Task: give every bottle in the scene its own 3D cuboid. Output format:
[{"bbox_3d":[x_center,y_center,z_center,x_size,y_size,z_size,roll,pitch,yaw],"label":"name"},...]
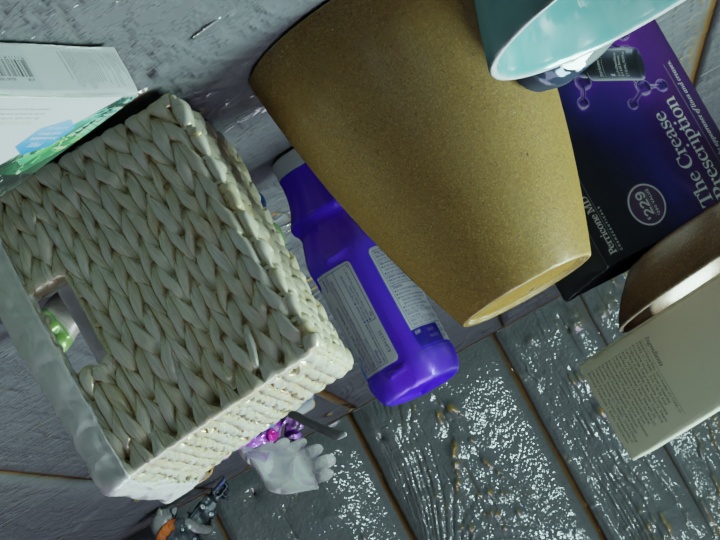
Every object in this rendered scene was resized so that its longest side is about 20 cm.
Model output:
[{"bbox_3d":[0.000,0.000,1.561,0.065,0.201,0.083,-30,172,15],"label":"bottle"}]

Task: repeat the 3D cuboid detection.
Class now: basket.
[{"bbox_3d":[-0.120,0.021,1.322,0.160,0.199,0.200,-31,171,2],"label":"basket"}]

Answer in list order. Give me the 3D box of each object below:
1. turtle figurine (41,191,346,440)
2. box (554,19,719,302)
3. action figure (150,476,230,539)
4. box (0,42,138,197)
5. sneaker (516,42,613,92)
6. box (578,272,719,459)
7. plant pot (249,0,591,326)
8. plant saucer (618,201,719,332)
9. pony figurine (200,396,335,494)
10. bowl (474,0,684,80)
[{"bbox_3d":[-0.138,0.048,1.540,0.193,0.202,0.143,-24,160,33],"label":"turtle figurine"},{"bbox_3d":[0.161,-0.102,1.483,0.140,0.201,0.079,-26,171,-24],"label":"box"},{"bbox_3d":[-0.247,0.430,3.392,0.201,0.192,0.105,-59,-179,-8],"label":"action figure"},{"bbox_3d":[-0.228,-0.051,1.097,0.199,0.037,0.144,-32,171,24],"label":"box"},{"bbox_3d":[0.165,-0.188,1.269,0.200,0.070,0.082,-50,-157,-17],"label":"sneaker"},{"bbox_3d":[0.255,0.046,1.459,0.199,0.083,0.068,-34,169,28],"label":"box"},{"bbox_3d":[0.059,-0.075,1.327,0.185,0.201,0.186,-29,171,-5],"label":"plant pot"},{"bbox_3d":[0.254,-0.023,1.452,0.199,0.037,0.200,-30,170,-6],"label":"plant saucer"},{"bbox_3d":[-0.126,0.187,2.496,0.192,0.168,0.200,-24,-171,24],"label":"pony figurine"},{"bbox_3d":[0.134,-0.200,1.155,0.199,0.106,0.201,-27,172,-4],"label":"bowl"}]
